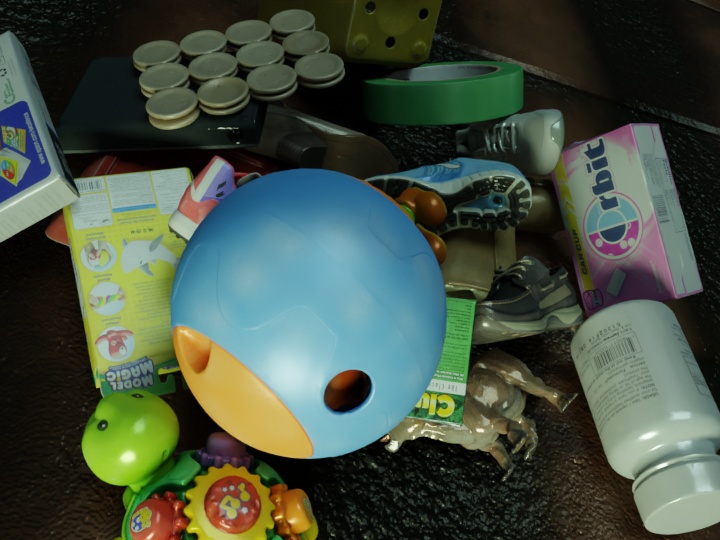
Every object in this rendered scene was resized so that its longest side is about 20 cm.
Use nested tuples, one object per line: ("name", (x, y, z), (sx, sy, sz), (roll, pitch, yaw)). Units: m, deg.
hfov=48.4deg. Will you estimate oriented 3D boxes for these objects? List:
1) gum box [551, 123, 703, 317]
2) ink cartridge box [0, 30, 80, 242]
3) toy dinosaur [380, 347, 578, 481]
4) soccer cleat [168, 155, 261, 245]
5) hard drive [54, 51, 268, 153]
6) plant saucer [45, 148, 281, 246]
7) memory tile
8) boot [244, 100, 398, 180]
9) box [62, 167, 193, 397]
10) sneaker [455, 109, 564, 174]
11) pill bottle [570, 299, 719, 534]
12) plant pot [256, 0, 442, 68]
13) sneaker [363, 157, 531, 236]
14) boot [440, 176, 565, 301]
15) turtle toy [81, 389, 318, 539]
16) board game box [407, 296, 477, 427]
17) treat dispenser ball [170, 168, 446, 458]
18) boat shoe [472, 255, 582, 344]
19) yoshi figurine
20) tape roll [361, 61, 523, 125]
("gum box", (0.293, -0.059, 0.898), (0.065, 0.113, 0.204), (-8, 83, -41))
("ink cartridge box", (-0.360, -0.092, 0.689), (0.198, 0.047, 0.199), (-29, 61, -3))
("toy dinosaur", (0.111, 0.113, 0.744), (0.135, 0.087, 0.198), (41, 40, 23))
("soccer cleat", (-0.089, -0.046, 0.702), (0.068, 0.074, 0.199), (33, 8, 21))
("hard drive", (-0.192, -0.173, 0.807), (0.195, 0.033, 0.141), (-1, 44, 4))
("plant saucer", (-0.178, -0.076, 0.798), (0.197, 0.037, 0.202), (22, 45, -8))
("memory tile", (-0.123, -0.204, 0.798), (0.196, 0.017, 0.154), (-17, 45, -13))
("boot", (-0.063, -0.151, 0.901), (0.146, 0.071, 0.198), (37, 17, 33))
("box", (-0.180, 0.013, 0.682), (0.115, 0.049, 0.203), (-8, 64, -23))
("sneaker", (0.173, -0.149, 0.948), (0.079, 0.200, 0.072), (3, 91, -16))
("pill bottle", (0.285, 0.140, 0.778), (0.112, 0.115, 0.203), (8, 48, -20))
("plant pot", (0.004, -0.345, 0.975), (0.191, 0.199, 0.200), (-3, 32, -28))
("sneaker", (0.089, -0.082, 0.881), (0.196, 0.080, 0.090), (-1, 27, 13))
("boot", (0.169, -0.024, 0.908), (0.171, 0.067, 0.202), (11, 45, 0))
("turtle toy", (-0.116, 0.168, 0.562), (0.199, 0.102, 0.146), (38, 45, 9))
("board game box", (-0.004, 0.065, 0.680), (0.196, 0.023, 0.107), (8, 84, 8))
("treat dispenser ball", (-0.037, 0.030, 0.574), (0.197, 0.202, 0.204), (14, 46, -14))
("boat shoe", (0.150, 0.027, 0.776), (0.198, 0.073, 0.075), (-1, 79, -55))
("yoshi figurine", (0.010, 0.010, 0.761), (0.199, 0.112, 0.113), (-36, 93, -25))
("tape roll", (0.099, -0.219, 0.979), (0.196, 0.049, 0.201), (-5, 21, 2))
